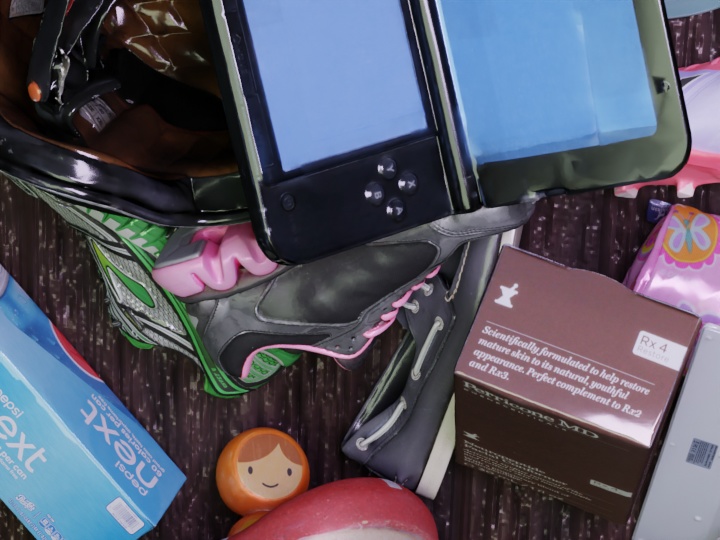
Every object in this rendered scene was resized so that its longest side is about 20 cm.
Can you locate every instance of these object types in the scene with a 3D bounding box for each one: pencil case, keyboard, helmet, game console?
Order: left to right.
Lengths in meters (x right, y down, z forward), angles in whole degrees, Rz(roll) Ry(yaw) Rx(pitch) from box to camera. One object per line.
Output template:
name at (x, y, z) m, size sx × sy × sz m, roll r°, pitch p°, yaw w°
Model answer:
helmet at (-0.093, -0.115, 1.231) m, size 0.200 × 0.191 × 0.200 m, roll -3°, pitch 86°, yaw 47°
game console at (0.032, -0.117, 1.126) m, size 0.116 × 0.176 × 0.200 m, roll -1°, pitch 104°, yaw 55°
keyboard at (0.182, 0.095, 1.288) m, size 0.056 × 0.011 × 0.200 m, roll 22°, pitch 143°, yaw 10°
pencil case at (0.226, 0.035, 1.268) m, size 0.200 × 0.087 × 0.088 m, roll 20°, pitch 113°, yaw 7°

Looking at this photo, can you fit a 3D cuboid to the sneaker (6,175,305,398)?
sneaker at (-0.119, -0.005, 1.339) m, size 0.200 × 0.078 × 0.085 m, roll 41°, pitch 114°, yaw -4°

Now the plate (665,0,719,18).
plate at (0.137, -0.217, 1.226) m, size 0.200 × 0.026 × 0.200 m, roll 5°, pitch 111°, yaw 13°

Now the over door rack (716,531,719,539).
over door rack at (0.232, 0.211, 1.345) m, size 0.148 × 0.067 × 0.200 m, roll -20°, pitch 117°, yaw 21°

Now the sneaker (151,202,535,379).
sneaker at (0.000, 0.000, 1.263) m, size 0.200 × 0.079 × 0.095 m, roll -16°, pitch 109°, yaw 17°

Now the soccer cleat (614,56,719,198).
soccer cleat at (0.172, -0.078, 1.257) m, size 0.200 × 0.067 × 0.077 m, roll 5°, pitch 74°, yaw 21°

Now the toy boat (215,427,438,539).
toy boat at (-0.050, 0.148, 1.363) m, size 0.200 × 0.130 × 0.131 m, roll -23°, pitch 62°, yaw 39°

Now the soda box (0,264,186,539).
soda box at (-0.190, 0.070, 1.390) m, size 0.064 × 0.068 × 0.200 m, roll -37°, pitch 98°, yaw 22°

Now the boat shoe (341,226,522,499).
boat shoe at (0.039, 0.027, 1.315) m, size 0.063 × 0.073 × 0.200 m, roll 18°, pitch 117°, yaw 5°

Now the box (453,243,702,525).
box at (0.103, 0.061, 1.241) m, size 0.100 × 0.200 × 0.075 m, roll 21°, pitch 74°, yaw 9°
